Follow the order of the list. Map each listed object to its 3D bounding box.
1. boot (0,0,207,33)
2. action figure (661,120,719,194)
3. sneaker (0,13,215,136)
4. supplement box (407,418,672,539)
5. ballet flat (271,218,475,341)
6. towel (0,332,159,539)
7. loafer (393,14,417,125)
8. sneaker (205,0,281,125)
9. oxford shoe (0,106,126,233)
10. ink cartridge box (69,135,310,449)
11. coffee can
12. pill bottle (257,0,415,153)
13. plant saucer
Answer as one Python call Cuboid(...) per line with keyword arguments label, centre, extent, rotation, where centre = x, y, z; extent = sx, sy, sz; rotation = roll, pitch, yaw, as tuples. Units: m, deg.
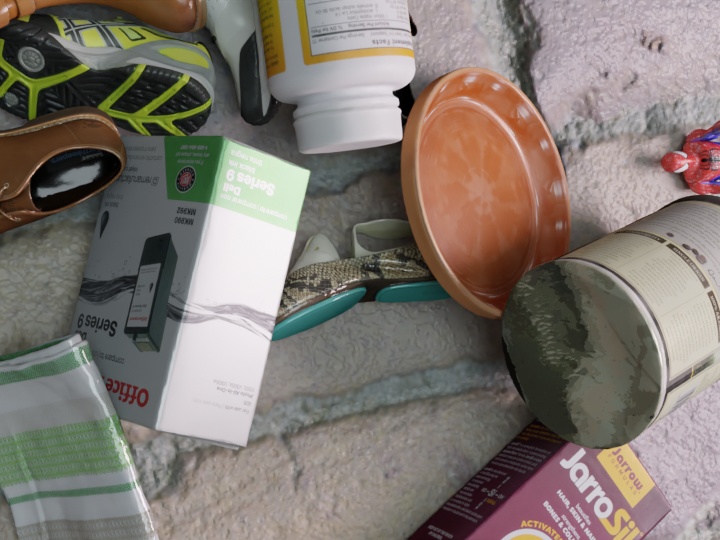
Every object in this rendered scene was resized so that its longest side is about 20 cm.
Cuboid(label="boot", centre=(-0.220, -0.198, 0.858), extent=(0.199, 0.074, 0.155), rotation=(34, 50, 12))
Cuboid(label="action figure", centre=(0.364, -0.102, 1.086), extent=(0.197, 0.099, 0.066), rotation=(-5, 89, -16))
Cuboid(label="sneaker", centre=(-0.204, -0.153, 0.914), extent=(0.197, 0.076, 0.077), rotation=(16, 40, -6))
Cuboid(label="supplement box", centre=(0.140, 0.213, 1.006), extent=(0.199, 0.086, 0.111), rotation=(-40, 101, -15))
Cuboid(label="ballet flat", centre=(0.000, 0.000, 0.982), extent=(0.198, 0.068, 0.076), rotation=(-13, 72, -24))
Cuboid(label="towel", centre=(-0.208, 0.152, 0.863), extent=(0.031, 0.148, 0.203), rotation=(-23, 97, -48))
Cuboid(label="loafer", centre=(0.015, -0.203, 0.970), extent=(0.073, 0.071, 0.203), rotation=(-17, 101, -47))
Cuboid(label="sneaker", centre=(-0.103, -0.210, 0.950), extent=(0.079, 0.074, 0.203), rotation=(-9, 91, 2))
Cuboid(label="oxford shoe", centre=(-0.255, -0.055, 0.848), extent=(0.198, 0.071, 0.072), rotation=(-25, 123, -11))
Cuboid(label="ink cartridge box", centre=(-0.129, 0.012, 0.879), extent=(0.083, 0.145, 0.203), rotation=(18, 82, -41))
Cuboid(label="coffee can", centre=(0.228, 0.035, 0.972), extent=(0.199, 0.145, 0.148), rotation=(-21, 96, -41))
Cuboid(label="pill bottle", centre=(-0.020, -0.190, 0.886), extent=(0.108, 0.109, 0.203), rotation=(-8, 92, -18))
Cuboid(label="plant saucer", centre=(0.100, -0.061, 0.989), extent=(0.199, 0.032, 0.203), rotation=(14, 71, -45))
